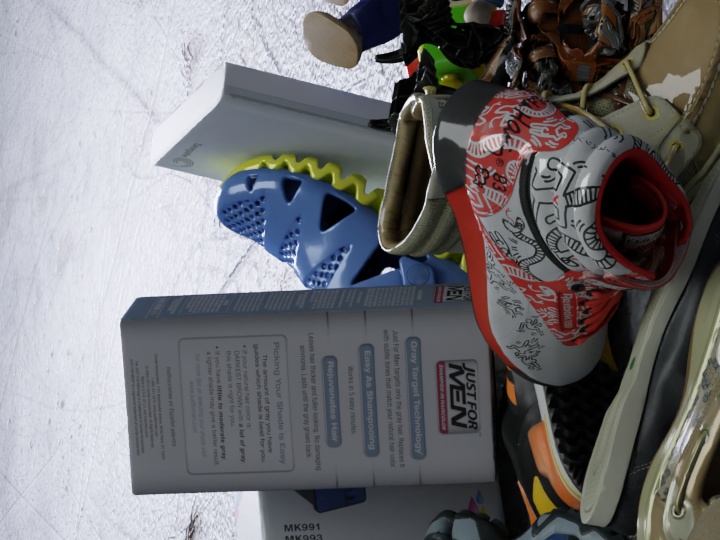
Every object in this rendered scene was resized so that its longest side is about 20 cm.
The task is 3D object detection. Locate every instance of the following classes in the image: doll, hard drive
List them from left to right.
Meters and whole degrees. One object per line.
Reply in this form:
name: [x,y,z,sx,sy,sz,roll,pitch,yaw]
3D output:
hard drive: [-0.009,-0.069,1.420,0.132,0.199,0.027,146,133,-62]
doll: [0.049,-0.192,1.356,0.048,0.200,0.137,24,135,37]

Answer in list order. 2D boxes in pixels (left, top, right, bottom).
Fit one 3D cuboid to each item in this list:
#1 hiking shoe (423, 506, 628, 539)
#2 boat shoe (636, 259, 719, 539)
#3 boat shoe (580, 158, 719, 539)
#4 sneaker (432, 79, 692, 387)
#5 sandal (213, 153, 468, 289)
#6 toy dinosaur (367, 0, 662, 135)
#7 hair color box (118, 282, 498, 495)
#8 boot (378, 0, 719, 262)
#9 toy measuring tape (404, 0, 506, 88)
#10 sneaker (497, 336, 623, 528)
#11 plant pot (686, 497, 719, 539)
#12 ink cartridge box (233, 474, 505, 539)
hiking shoe: [0.087,0.176,1.253,0.087,0.074,0.200,-58,20,-22]
boat shoe: [0.176,0.088,1.102,0.063,0.073,0.201,-164,81,-70]
boat shoe: [0.166,0.035,1.166,0.072,0.067,0.201,90,-162,-86]
sneaker: [0.108,0.001,1.152,0.108,0.067,0.202,21,149,37]
sandal: [0.000,0.000,1.386,0.087,0.199,0.080,-60,-18,-20]
toy dinosaur: [0.082,-0.093,1.289,0.102,0.135,0.200,-100,33,-55]
hair color box: [-0.026,0.064,1.321,0.061,0.199,0.099,-70,-23,-77]
boot: [0.104,-0.075,1.208,0.072,0.154,0.200,-105,30,-44]
toy measuring tape: [0.065,-0.157,1.463,0.074,0.073,0.200,120,164,-46]
sneaker: [0.096,0.049,1.309,0.090,0.070,0.201,130,138,-50]
plant pot: [0.181,0.188,0.965,0.187,0.187,0.200,121,161,-47]
ink cartridge box: [0.002,0.125,1.409,0.088,0.145,0.201,111,156,-60]
